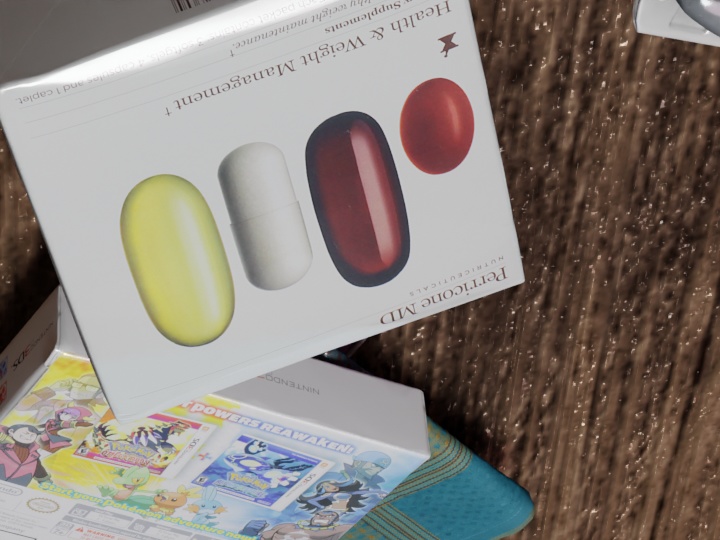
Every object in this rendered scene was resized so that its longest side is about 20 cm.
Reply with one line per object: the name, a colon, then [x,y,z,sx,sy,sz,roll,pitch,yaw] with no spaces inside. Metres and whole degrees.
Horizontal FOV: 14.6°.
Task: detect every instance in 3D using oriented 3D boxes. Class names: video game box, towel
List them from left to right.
video game box: [-0.098,0.094,1.347,0.199,0.047,0.182,18,140,-28]
towel: [-0.019,0.104,1.426,0.146,0.022,0.200,-24,140,24]

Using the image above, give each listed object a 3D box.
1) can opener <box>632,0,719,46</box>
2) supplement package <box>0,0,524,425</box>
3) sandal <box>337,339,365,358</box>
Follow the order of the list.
can opener: [0.212,-0.114,1.308,0.199,0.067,0.053,5,129,-33]
supplement package: [-0.053,-0.077,1.163,0.190,0.147,0.200,-20,136,-4]
sandal: [0.006,0.001,1.337,0.082,0.050,0.203,11,129,-32]
